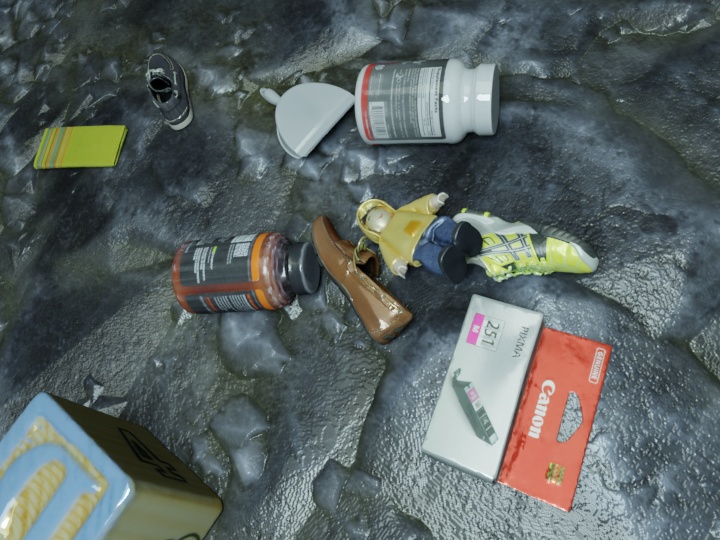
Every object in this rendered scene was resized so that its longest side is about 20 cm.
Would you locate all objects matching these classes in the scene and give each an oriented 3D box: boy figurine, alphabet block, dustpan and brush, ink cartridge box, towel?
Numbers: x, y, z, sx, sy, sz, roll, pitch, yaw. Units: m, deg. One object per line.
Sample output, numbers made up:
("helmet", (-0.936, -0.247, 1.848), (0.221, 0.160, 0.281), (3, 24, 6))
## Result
("boy figurine", (0.070, -0.053, 0.792), (0.198, 0.064, 0.126), (29, 83, 49))
("alphabet block", (-0.320, 0.294, 0.712), (0.194, 0.201, 0.197), (30, 76, 28))
("dustpan and brush", (-0.110, -0.271, 1.003), (0.199, 0.057, 0.140), (39, 80, 23))
("ink cartridge box", (0.182, 0.147, 0.699), (0.170, 0.044, 0.204), (14, 71, 26))
("towel", (-0.535, -0.234, 1.149), (0.194, 0.018, 0.089), (2, 72, 19))

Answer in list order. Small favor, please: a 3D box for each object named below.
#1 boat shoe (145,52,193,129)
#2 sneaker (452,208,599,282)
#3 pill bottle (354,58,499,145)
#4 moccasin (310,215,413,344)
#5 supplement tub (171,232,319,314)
("boat shoe", (-0.363, -0.350, 1.116), (0.071, 0.063, 0.203), (-29, 59, 4))
("sneaker", (0.200, -0.019, 0.763), (0.196, 0.075, 0.078), (14, 77, 36))
("pill bottle", (0.098, -0.243, 0.874), (0.194, 0.116, 0.119), (3, 66, 20))
("moccasin", (-0.001, 0.000, 0.808), (0.078, 0.073, 0.203), (-42, 58, 12))
("supplement tub", (-0.159, 0.004, 0.849), (0.194, 0.107, 0.110), (-4, 64, 17))
